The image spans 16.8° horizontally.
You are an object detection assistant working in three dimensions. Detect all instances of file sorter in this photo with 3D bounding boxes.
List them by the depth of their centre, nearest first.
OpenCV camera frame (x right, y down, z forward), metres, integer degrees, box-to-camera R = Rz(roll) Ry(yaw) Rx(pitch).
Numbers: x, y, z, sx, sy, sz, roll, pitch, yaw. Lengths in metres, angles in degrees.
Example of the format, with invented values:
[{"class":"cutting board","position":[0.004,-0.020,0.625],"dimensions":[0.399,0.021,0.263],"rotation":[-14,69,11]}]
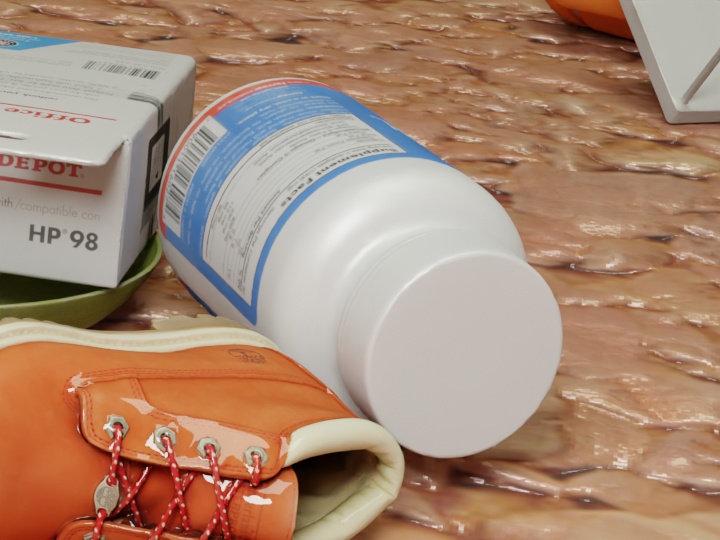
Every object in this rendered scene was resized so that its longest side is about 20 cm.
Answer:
[{"class":"file sorter","position":[0.277,-0.186,1.515],"dimensions":[0.199,0.125,0.139],"rotation":[-3,59,-26]}]

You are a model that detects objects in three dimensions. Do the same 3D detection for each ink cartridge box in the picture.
[{"class":"ink cartridge box","position":[-0.145,-0.047,1.048],"dimensions":[0.115,0.067,0.200],"rotation":[8,18,5]}]

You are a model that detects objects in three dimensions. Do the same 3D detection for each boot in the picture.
[{"class":"boot","position":[-0.077,0.065,0.827],"dimensions":[0.199,0.076,0.107],"rotation":[-10,29,-42]}]

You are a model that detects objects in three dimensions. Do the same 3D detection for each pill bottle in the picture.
[{"class":"pill bottle","position":[0.000,0.000,0.979],"dimensions":[0.112,0.113,0.200],"rotation":[-2,21,-24]}]

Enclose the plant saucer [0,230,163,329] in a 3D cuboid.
[{"class":"plant saucer","position":[-0.186,-0.004,1.061],"dimensions":[0.198,0.031,0.200],"rotation":[6,17,-2]}]

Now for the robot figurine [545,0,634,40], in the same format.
[{"class":"robot figurine","position":[0.204,-0.215,1.689],"dimensions":[0.199,0.144,0.117],"rotation":[19,-17,34]}]
